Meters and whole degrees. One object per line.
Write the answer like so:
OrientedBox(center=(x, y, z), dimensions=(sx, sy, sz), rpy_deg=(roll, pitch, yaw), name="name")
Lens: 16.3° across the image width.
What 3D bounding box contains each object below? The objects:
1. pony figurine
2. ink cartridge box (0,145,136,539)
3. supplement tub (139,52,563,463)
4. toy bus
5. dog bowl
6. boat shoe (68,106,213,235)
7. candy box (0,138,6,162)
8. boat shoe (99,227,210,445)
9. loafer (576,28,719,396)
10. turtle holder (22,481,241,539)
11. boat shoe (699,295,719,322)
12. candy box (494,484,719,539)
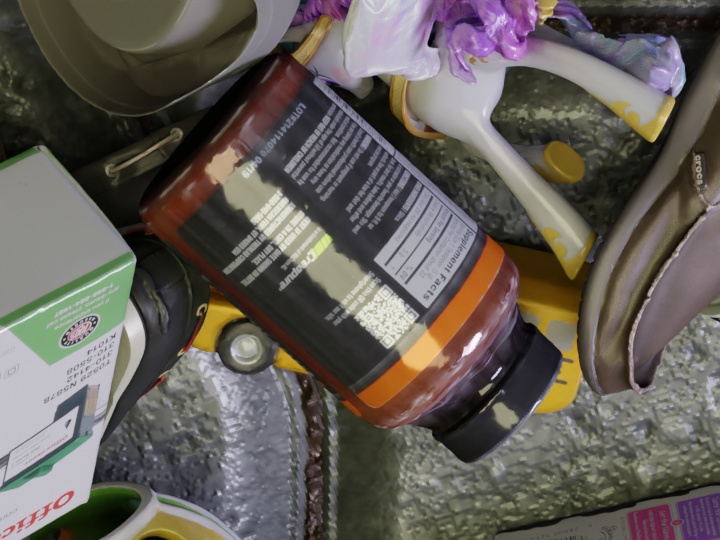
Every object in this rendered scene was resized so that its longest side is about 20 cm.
OrientedBox(center=(0.052, -0.111, 1.189), dimensions=(0.199, 0.167, 0.193), rpy_deg=(30, 137, 3), name="pony figurine")
OrientedBox(center=(-0.192, 0.058, 1.167), dimensions=(0.084, 0.146, 0.201), rpy_deg=(46, 146, 23), name="ink cartridge box")
OrientedBox(center=(0.000, 0.000, 1.175), dimensions=(0.200, 0.107, 0.107), rpy_deg=(43, 107, -10), name="supplement tub")
OrientedBox(center=(0.015, 0.019, 1.277), dimensions=(0.199, 0.065, 0.079), rpy_deg=(13, 112, -5), name="toy bus")
OrientedBox(center=(-0.094, -0.173, 1.148), dimensions=(0.058, 0.200, 0.201), rpy_deg=(-12, 119, -36), name="dog bowl")
OrientedBox(center=(-0.151, -0.033, 1.268), dimensions=(0.199, 0.067, 0.057), rpy_deg=(-13, 90, 11), name="boat shoe")
OrientedBox(center=(-0.245, -0.050, 1.182), dimensions=(0.115, 0.200, 0.056), rpy_deg=(-14, 93, 6), name="candy box")
OrientedBox(center=(-0.130, 0.042, 1.260), dimensions=(0.074, 0.063, 0.201), rpy_deg=(54, 147, 7), name="boat shoe")
OrientedBox(center=(0.167, -0.025, 1.196), dimensions=(0.071, 0.073, 0.201), rpy_deg=(28, 99, 21), name="loafer")
OrientedBox(center=(-0.109, 0.186, 1.297), dimensions=(0.140, 0.185, 0.132), rpy_deg=(-29, 111, -14), name="turtle holder")
OrientedBox(center=(0.217, -0.068, 1.253), dimensions=(0.060, 0.076, 0.201), rpy_deg=(12, 109, -50), name="boat shoe")
OrientedBox(center=(0.187, 0.208, 1.361), dimensions=(0.199, 0.072, 0.169), rpy_deg=(-14, 112, 7), name="candy box")
